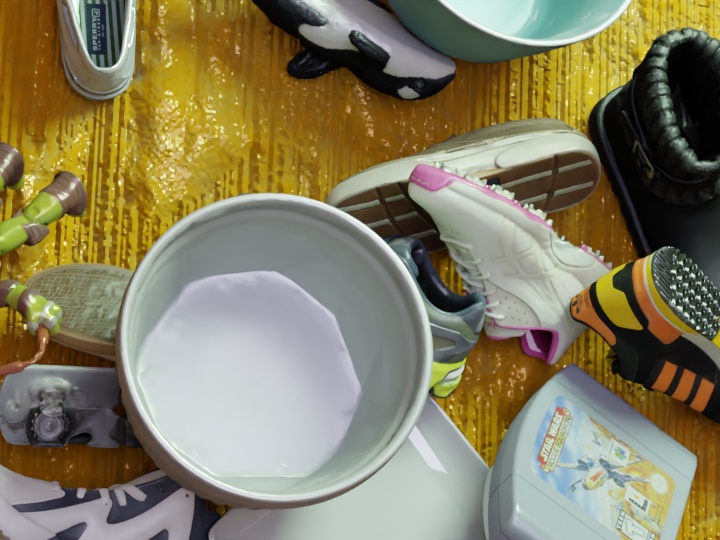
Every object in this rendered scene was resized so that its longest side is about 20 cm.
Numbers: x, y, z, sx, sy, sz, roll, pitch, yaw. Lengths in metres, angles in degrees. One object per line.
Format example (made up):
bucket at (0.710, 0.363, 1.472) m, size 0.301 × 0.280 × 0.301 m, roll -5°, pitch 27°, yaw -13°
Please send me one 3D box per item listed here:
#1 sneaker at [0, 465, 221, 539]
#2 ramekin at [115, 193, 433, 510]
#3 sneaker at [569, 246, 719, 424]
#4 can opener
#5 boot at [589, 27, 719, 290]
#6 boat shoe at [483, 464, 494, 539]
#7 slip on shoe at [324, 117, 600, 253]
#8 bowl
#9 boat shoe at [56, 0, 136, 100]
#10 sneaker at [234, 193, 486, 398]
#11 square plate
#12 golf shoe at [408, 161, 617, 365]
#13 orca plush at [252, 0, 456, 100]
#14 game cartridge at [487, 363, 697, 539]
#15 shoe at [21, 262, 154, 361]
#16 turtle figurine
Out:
sneaker at (-0.166, 0.153, 1.539) m, size 0.199 × 0.079 × 0.130 m, roll 38°, pitch 71°, yaw -4°
ramekin at (-0.062, 0.060, 1.493) m, size 0.200 × 0.105 × 0.201 m, roll 3°, pitch 74°, yaw -12°
sneaker at (0.224, 0.059, 1.650) m, size 0.200 × 0.090 × 0.070 m, roll 45°, pitch 38°, yaw -38°
can opener at (-0.147, 0.091, 1.561) m, size 0.199 × 0.067 × 0.053 m, roll 3°, pitch 92°, yaw -16°
boot at (0.241, -0.057, 1.640) m, size 0.079 × 0.158 × 0.211 m, roll -31°, pitch 88°, yaw -18°
boat shoe at (0.142, 0.217, 1.584) m, size 0.071 × 0.070 × 0.200 m, roll -9°, pitch 80°, yaw -31°
slip on shoe at (0.068, -0.066, 1.653) m, size 0.200 × 0.076 × 0.061 m, roll -16°, pitch 41°, yaw -7°
bowl at (0.089, -0.226, 1.651) m, size 0.200 × 0.105 × 0.201 m, roll 9°, pitch 64°, yaw -20°
boat shoe at (-0.181, -0.220, 1.613) m, size 0.073 × 0.067 × 0.201 m, roll -9°, pitch 82°, yaw -16°
sneaker at (0.000, 0.000, 1.595) m, size 0.200 × 0.074 × 0.081 m, roll 32°, pitch 115°, yaw -4°
square plate at (0.019, 0.193, 1.583) m, size 0.200 × 0.028 × 0.198 m, roll -42°, pitch 95°, yaw -31°
golf shoe at (0.098, -0.003, 1.610) m, size 0.200 × 0.075 × 0.092 m, roll 33°, pitch 86°, yaw -35°
orca plush at (-0.033, -0.160, 1.636) m, size 0.200 × 0.105 × 0.071 m, roll 21°, pitch 115°, yaw -33°
game cartridge at (0.155, 0.148, 1.584) m, size 0.133 × 0.042 × 0.200 m, roll 40°, pitch 34°, yaw -7°
shoe at (-0.135, 0.044, 1.576) m, size 0.200 × 0.053 × 0.070 m, roll 11°, pitch 50°, yaw -13°
turtle figurine at (-0.264, -0.014, 1.532) m, size 0.200 × 0.064 × 0.161 m, roll 14°, pitch 50°, yaw 28°
